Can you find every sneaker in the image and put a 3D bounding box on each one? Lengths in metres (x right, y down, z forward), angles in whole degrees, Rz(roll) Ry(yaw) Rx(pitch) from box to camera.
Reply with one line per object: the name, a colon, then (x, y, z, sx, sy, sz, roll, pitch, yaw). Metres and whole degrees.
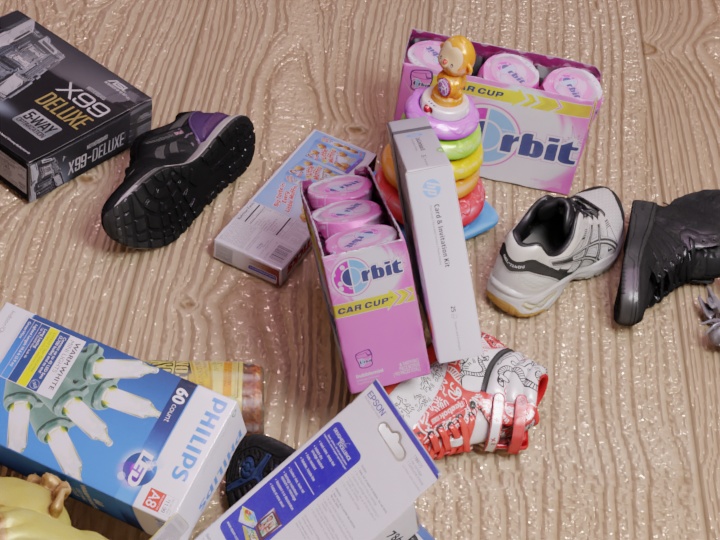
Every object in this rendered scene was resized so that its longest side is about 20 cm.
sneaker: (0.193, -0.036, 1.377, 0.075, 0.088, 0.200, 28, 43, 22)
sneaker: (-0.186, -0.086, 1.383, 0.087, 0.077, 0.200, 15, 36, 28)
sneaker: (-0.022, 0.187, 1.115, 0.199, 0.076, 0.077, 30, 4, 34)
sneaker: (0.296, -0.014, 1.392, 0.103, 0.061, 0.201, 11, 38, 8)
sneaker: (0.076, 0.120, 1.196, 0.107, 0.068, 0.201, 26, 41, 20)

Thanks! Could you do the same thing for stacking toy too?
stacking toy: (0.073, -0.126, 1.365, 0.109, 0.201, 0.116, -19, 50, -29)

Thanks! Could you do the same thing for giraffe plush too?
giraffe plush: (-0.232, 0.199, 1.003, 0.199, 0.174, 0.162, -32, 34, -25)

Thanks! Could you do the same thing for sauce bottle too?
sauce bottle: (-0.173, 0.102, 1.169, 0.197, 0.067, 0.066, 1, 42, -7)

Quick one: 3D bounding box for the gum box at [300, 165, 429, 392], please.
gum box: (0.000, 0.000, 1.219, 0.065, 0.115, 0.200, -13, 22, -3)

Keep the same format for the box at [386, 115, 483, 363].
box: (0.059, -0.032, 1.239, 0.041, 0.158, 0.200, -10, 16, 1)

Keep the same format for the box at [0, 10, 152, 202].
box: (-0.323, -0.162, 1.439, 0.199, 0.050, 0.157, 34, 47, 25)

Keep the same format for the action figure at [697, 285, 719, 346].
action figure: (0.393, 0.035, 1.354, 0.198, 0.070, 0.131, -12, 51, -19)

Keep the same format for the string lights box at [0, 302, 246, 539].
string lights box: (-0.195, 0.112, 1.093, 0.198, 0.059, 0.103, 21, 64, 15)

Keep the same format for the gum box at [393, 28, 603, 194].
gum box: (0.133, -0.154, 1.474, 0.197, 0.114, 0.066, 12, 41, 2)

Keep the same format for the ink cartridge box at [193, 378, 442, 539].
ink cartridge box: (-0.032, 0.178, 1.048, 0.200, 0.039, 0.100, -42, 51, 8)

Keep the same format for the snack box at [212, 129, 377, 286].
snack box: (-0.058, -0.063, 1.402, 0.071, 0.024, 0.200, 23, 43, 15)
